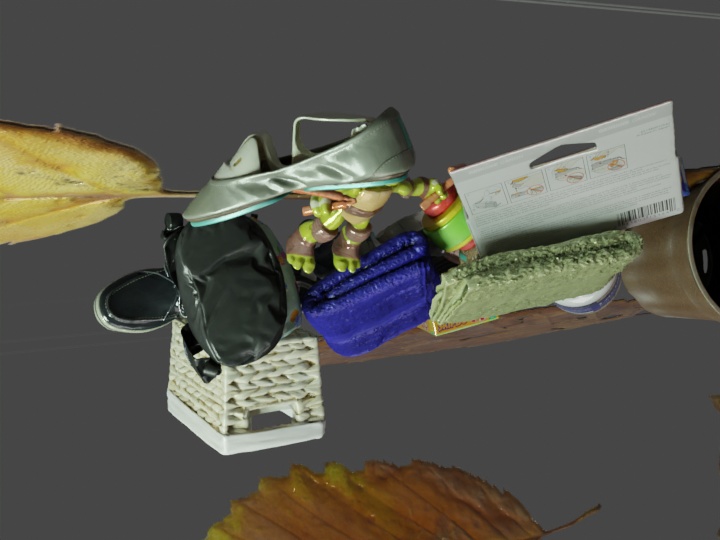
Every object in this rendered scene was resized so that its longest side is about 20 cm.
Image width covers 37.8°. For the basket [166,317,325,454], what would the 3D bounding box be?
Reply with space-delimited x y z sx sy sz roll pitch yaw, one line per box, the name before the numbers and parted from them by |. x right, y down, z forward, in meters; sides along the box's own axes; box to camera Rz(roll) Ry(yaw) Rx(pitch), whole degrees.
basket | -0.141 0.123 1.248 0.134 0.125 0.199 -6 -169 -29

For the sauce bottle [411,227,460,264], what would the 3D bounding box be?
sauce bottle | 0.140 -0.038 1.238 0.198 0.065 0.065 -5 169 -28

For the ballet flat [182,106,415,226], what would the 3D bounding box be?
ballet flat | -0.054 -0.085 0.811 0.198 0.064 0.067 -11 -164 21

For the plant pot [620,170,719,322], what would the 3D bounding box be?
plant pot | 0.434 -0.020 1.303 0.198 0.203 0.198 -6 177 -18

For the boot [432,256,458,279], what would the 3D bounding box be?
boot | 0.076 0.027 1.343 0.198 0.070 0.132 -12 152 14

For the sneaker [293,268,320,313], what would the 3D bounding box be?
sneaker | -0.089 0.021 1.385 0.079 0.075 0.199 1 172 31

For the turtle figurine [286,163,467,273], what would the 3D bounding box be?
turtle figurine | -0.009 -0.061 0.953 0.199 0.065 0.161 -13 155 -40

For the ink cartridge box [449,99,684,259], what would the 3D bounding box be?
ink cartridge box | 0.189 -0.086 0.961 0.198 0.045 0.177 -17 146 10

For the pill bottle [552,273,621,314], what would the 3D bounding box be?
pill bottle | 0.292 -0.005 1.424 0.115 0.117 0.200 -12 170 15

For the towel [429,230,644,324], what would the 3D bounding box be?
towel | 0.166 0.007 1.029 0.198 0.037 0.149 -11 165 -8

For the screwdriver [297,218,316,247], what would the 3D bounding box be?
screwdriver | -0.063 -0.023 1.221 0.029 0.028 0.200 19 166 2

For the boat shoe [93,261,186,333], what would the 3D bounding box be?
boat shoe | -0.215 0.024 1.235 0.198 0.075 0.062 -10 167 -30

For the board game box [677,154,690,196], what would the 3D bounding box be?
board game box | 0.236 -0.085 1.125 0.198 0.045 0.134 -15 169 27

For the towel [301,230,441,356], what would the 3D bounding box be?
towel | 0.020 0.035 1.119 0.147 0.050 0.200 -31 161 -1

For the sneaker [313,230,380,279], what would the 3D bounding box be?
sneaker | 0.000 0.000 1.196 0.077 0.087 0.200 -31 172 12

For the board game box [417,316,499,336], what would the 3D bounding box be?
board game box | 0.112 0.054 1.487 0.095 0.030 0.200 -15 -172 -15

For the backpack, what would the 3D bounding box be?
backpack | -0.128 0.022 1.079 0.125 0.169 0.200 -11 177 -7

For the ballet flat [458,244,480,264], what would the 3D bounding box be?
ballet flat | 0.190 -0.025 1.143 0.198 0.071 0.065 -2 -167 -32

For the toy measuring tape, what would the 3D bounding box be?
toy measuring tape | 0.074 -0.044 1.106 0.073 0.074 0.199 -1 164 -40
